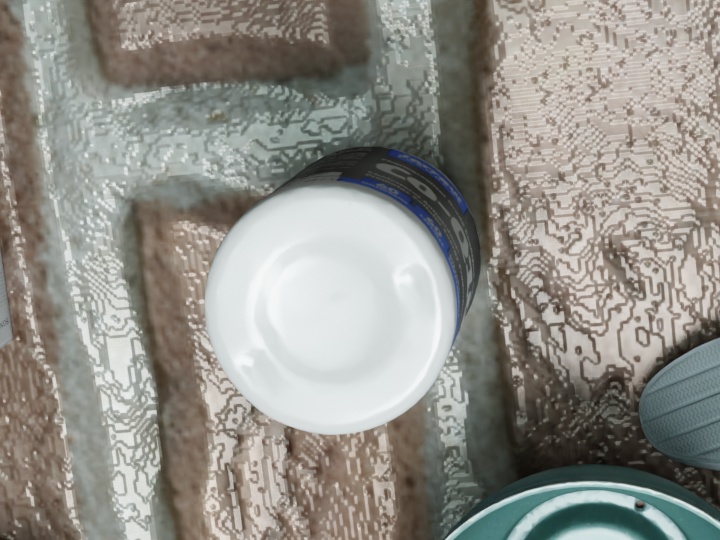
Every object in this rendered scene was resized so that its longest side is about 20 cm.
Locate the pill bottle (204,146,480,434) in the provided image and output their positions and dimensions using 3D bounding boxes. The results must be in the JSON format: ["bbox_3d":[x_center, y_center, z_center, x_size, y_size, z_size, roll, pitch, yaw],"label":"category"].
[{"bbox_3d":[0.000,0.000,0.841,0.113,0.200,0.114,2,101,8],"label":"pill bottle"}]

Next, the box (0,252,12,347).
[{"bbox_3d":[-0.278,-0.049,0.958,0.144,0.036,0.201,-4,98,9],"label":"box"}]

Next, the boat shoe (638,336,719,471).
[{"bbox_3d":[0.244,0.062,0.882,0.200,0.067,0.074,-16,69,34],"label":"boat shoe"}]

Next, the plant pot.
[{"bbox_3d":[0.122,0.185,0.890,0.199,0.134,0.201,2,101,9],"label":"plant pot"}]
